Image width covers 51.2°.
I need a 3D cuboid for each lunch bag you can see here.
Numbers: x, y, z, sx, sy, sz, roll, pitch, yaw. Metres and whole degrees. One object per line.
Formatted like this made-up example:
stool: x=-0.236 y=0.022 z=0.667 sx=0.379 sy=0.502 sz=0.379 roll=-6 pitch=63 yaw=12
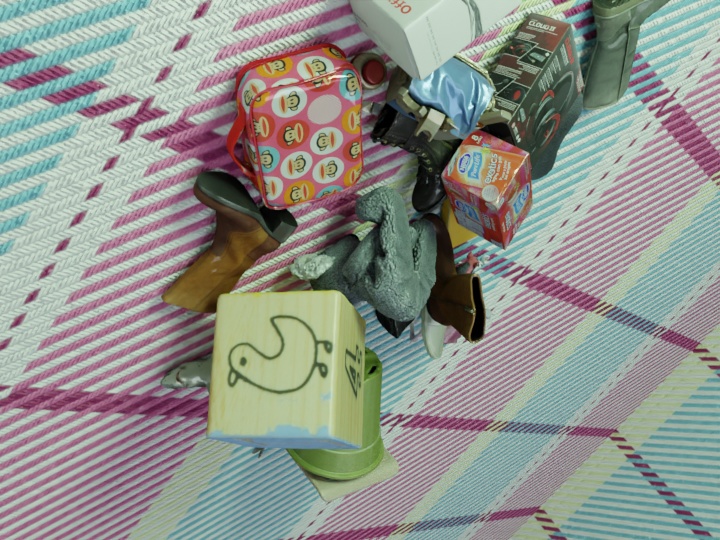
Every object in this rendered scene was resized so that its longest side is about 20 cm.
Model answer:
lunch bag: x=-0.085 y=-0.173 z=0.951 sx=0.173 sy=0.082 sz=0.202 roll=-20 pitch=141 yaw=-17

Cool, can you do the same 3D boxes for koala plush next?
koala plush: x=0.000 y=0.000 z=1.164 sx=0.197 sy=0.187 sz=0.177 roll=-12 pitch=152 yaw=29

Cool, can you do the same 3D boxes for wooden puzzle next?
wooden puzzle: x=-0.046 y=0.338 z=1.449 sx=0.182 sy=0.200 sz=0.038 roll=-9 pitch=128 yaw=-35

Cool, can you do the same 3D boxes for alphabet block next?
alphabet block: x=-0.101 y=0.153 z=1.108 sx=0.191 sy=0.204 sz=0.197 roll=-2 pitch=163 yaw=10

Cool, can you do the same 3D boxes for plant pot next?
plant pot: x=-0.036 y=0.243 z=1.392 sx=0.197 sy=0.200 sz=0.193 roll=-10 pitch=123 yaw=-35

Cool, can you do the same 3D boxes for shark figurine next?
shark figurine: x=-0.212 y=0.200 z=1.234 sx=0.129 sy=0.214 sz=0.089 roll=-55 pitch=-166 yaw=-26

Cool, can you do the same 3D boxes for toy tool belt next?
toy tool belt: x=0.092 y=-0.233 z=0.972 sx=0.197 sy=0.123 sz=0.127 roll=14 pitch=99 yaw=-27

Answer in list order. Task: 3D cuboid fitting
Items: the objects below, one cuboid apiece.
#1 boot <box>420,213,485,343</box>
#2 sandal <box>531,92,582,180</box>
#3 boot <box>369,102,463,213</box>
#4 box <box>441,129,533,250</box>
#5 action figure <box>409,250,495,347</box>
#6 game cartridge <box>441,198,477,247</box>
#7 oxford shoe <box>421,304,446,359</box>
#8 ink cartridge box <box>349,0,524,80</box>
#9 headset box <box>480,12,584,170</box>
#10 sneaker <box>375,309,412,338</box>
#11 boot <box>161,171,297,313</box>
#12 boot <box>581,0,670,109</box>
boot: x=0.143 y=0.006 z=1.213 sx=0.067 sy=0.200 sz=0.193 roll=-1 pitch=96 yaw=-10
sandal: x=0.322 y=-0.239 z=1.303 sx=0.075 sy=0.043 sz=0.202 roll=-14 pitch=148 yaw=-21
boot: x=0.079 y=-0.187 z=1.116 sx=0.172 sy=0.069 sz=0.203 roll=5 pitch=118 yaw=-42
box: x=0.200 y=-0.122 z=1.161 sx=0.096 sy=0.099 sz=0.200 roll=-57 pitch=158 yaw=-7
action figure: x=0.180 y=0.040 z=1.444 sx=0.146 sy=0.135 sz=0.203 roll=6 pitch=129 yaw=-6
game cartridge: x=0.217 y=-0.145 z=1.314 sx=0.174 sy=0.033 sz=0.202 roll=-25 pitch=140 yaw=-20
oxford shoe: x=0.145 y=0.064 z=1.365 sx=0.075 sy=0.057 sz=0.205 roll=-20 pitch=112 yaw=-66
ink cartridge box: x=0.098 y=-0.342 z=0.882 sx=0.199 sy=0.146 sz=0.084 roll=-37 pitch=145 yaw=-4
headset box: x=0.260 y=-0.271 z=1.133 sx=0.202 sy=0.074 sz=0.149 roll=-56 pitch=147 yaw=-9
sneaker: x=0.073 y=0.036 z=1.353 sx=0.090 sy=0.076 sz=0.201 roll=-37 pitch=153 yaw=-20
boot: x=-0.209 y=-0.032 z=1.034 sx=0.200 sy=0.069 sz=0.187 roll=-42 pitch=153 yaw=16
boot: x=0.444 y=-0.375 z=1.232 sx=0.179 sy=0.073 sz=0.202 roll=-21 pitch=136 yaw=-3
